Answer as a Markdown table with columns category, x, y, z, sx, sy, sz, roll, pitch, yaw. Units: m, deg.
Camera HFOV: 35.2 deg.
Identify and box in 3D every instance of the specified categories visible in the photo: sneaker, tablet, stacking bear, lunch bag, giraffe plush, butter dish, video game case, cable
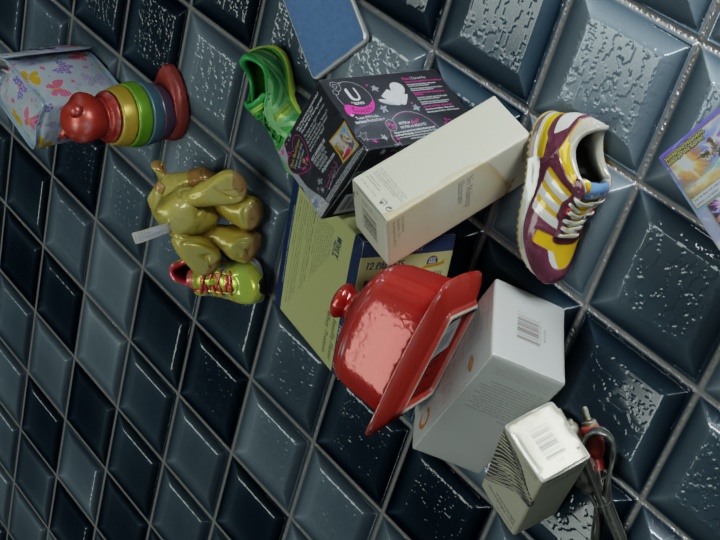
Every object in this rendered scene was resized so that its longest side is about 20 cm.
| category | x | y | z | sx | sy | sz | roll | pitch | yaw |
| --- | --- | --- | --- | --- | --- | --- | --- | --- | --- |
| sneaker | 0.232 | -0.076 | 1.271 | 0.090 | 0.075 | 0.201 | 19 | 116 | 49 |
| tablet | -0.059 | -0.377 | 1.552 | 0.130 | 0.014 | 0.200 | -27 | 82 | 48 |
| stacking bear | -0.384 | -0.249 | 1.808 | 0.121 | 0.200 | 0.114 | -41 | 71 | 46 |
| lunch bag | -0.536 | -0.323 | 1.978 | 0.200 | 0.169 | 0.127 | 49 | 134 | 28 |
| giraffe plush | -0.260 | -0.099 | 1.768 | 0.162 | 0.199 | 0.173 | -118 | 29 | -60 |
| butter dish | 0.032 | 0.066 | 1.315 | 0.148 | 0.200 | 0.200 | 31 | 104 | 15 |
| sneaker | -0.124 | -0.221 | 1.617 | 0.074 | 0.083 | 0.200 | -26 | 83 | 48 |
| video game case | 0.412 | -0.093 | 1.088 | 0.200 | 0.045 | 0.182 | -44 | 70 | 45 |
| cable | 0.287 | 0.255 | 1.351 | 0.097 | 0.050 | 0.200 | -25 | 95 | 37 |
| sneaker | -0.228 | 0.016 | 1.798 | 0.200 | 0.090 | 0.078 | 11 | 108 | 44 |

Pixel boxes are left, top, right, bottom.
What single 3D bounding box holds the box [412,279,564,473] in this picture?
| category | x | y | z | sx | sy | sz | roll | pitch | yaw |
| --- | --- | --- | --- | --- | --- | --- | --- | --- | --- |
| box | 0.152 | 0.130 | 1.362 | 0.200 | 0.097 | 0.125 | -56 | 17 | 42 |

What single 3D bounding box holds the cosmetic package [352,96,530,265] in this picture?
| category | x | y | z | sx | sy | sz | roll | pitch | yaw |
| --- | --- | --- | --- | --- | --- | --- | --- | --- | --- |
| cosmetic package | 0.093 | -0.102 | 1.306 | 0.073 | 0.200 | 0.104 | 53 | 166 | 26 |

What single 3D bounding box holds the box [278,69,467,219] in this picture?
| category | x | y | z | sx | sy | sz | roll | pitch | yaw |
| --- | --- | --- | --- | --- | --- | --- | --- | --- | --- |
| box | 0.023 | -0.157 | 1.384 | 0.115 | 0.200 | 0.132 | 57 | 136 | 21 |

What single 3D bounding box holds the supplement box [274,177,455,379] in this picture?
| category | x | y | z | sx | sy | sz | roll | pitch | yaw |
| --- | --- | --- | --- | --- | --- | --- | --- | --- | --- |
| supplement box | 0.000 | 0.000 | 1.474 | 0.200 | 0.134 | 0.200 | 46 | 133 | 49 |

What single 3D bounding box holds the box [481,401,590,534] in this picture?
| category | x | y | z | sx | sy | sz | roll | pitch | yaw |
| --- | --- | --- | --- | --- | --- | --- | --- | --- | --- |
| box | 0.203 | 0.237 | 1.340 | 0.082 | 0.068 | 0.200 | 57 | 162 | 26 |
